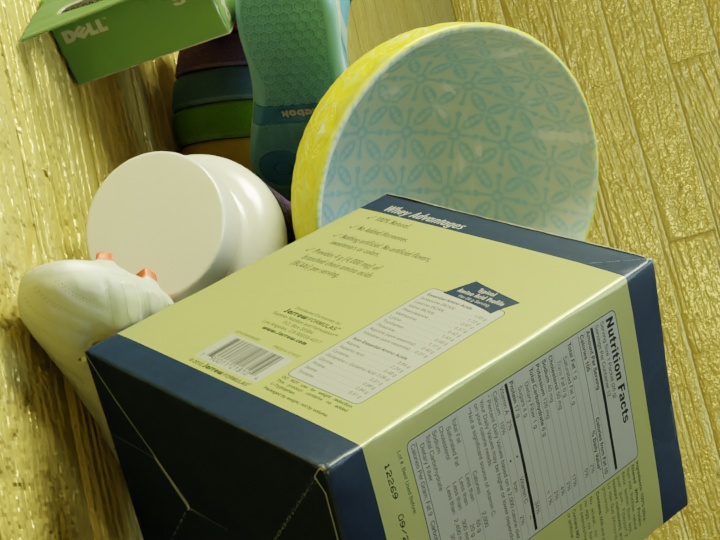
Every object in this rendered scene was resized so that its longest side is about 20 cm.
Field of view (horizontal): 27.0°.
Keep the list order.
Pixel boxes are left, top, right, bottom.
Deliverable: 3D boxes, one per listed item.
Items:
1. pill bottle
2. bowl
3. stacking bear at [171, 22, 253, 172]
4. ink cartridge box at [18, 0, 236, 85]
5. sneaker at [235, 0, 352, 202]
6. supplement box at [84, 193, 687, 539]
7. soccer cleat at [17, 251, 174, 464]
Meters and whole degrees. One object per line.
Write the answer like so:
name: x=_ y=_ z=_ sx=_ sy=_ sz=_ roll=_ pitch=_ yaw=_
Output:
pill bottle: x=-0.085 y=-0.005 z=0.892 sx=0.200 sy=0.110 sz=0.113 roll=38 pitch=38 yaw=-72
bowl: x=0.033 y=-0.053 z=0.892 sx=0.107 sy=0.199 sz=0.202 roll=24 pitch=-38 yaw=55
stacking bear: x=-0.075 y=-0.085 z=1.055 sx=0.121 sy=0.113 sz=0.203 roll=1 pitch=85 yaw=-56
ink cartridge box: x=-0.130 y=-0.171 z=0.915 sx=0.201 sy=0.103 sz=0.060 roll=-85 pitch=156 yaw=-59
sneaker: x=-0.032 y=-0.141 z=0.970 sx=0.131 sy=0.079 sz=0.201 roll=-84 pitch=175 yaw=-46
supplement box: x=0.014 y=0.075 z=0.718 sx=0.199 sy=0.199 sz=0.136 roll=17 pitch=-52 yaw=49
soccer cleat: x=-0.117 y=0.058 z=0.782 sx=0.200 sy=0.068 sz=0.078 roll=60 pitch=21 yaw=-59
